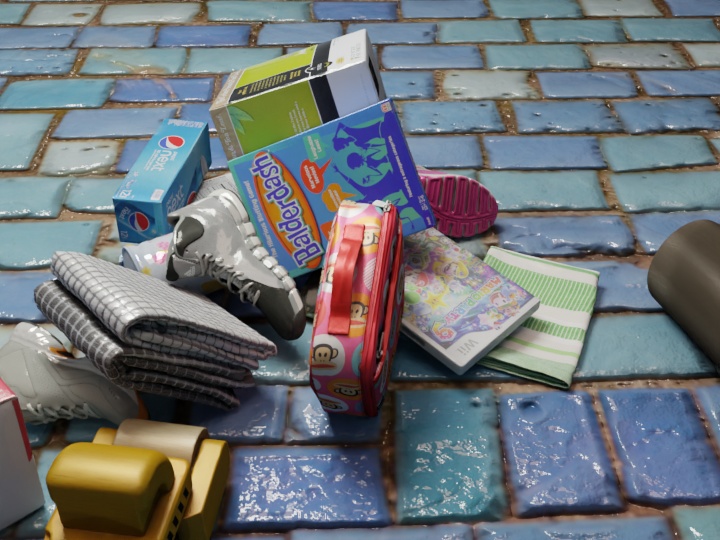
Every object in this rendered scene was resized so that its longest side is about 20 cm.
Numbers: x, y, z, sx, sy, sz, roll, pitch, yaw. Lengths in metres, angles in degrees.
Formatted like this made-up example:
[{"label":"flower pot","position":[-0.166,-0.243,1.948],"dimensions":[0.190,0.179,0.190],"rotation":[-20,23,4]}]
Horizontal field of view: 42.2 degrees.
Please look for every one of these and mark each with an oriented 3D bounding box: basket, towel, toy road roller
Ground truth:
[{"label":"basket","position":[0.419,0.040,1.015],"dimensions":[0.179,0.137,0.200],"rotation":[-13,35,-23]},{"label":"towel","position":[-0.210,0.063,0.950],"dimensions":[0.165,0.086,0.200],"rotation":[29,5,41]},{"label":"toy road roller","position":[-0.195,0.186,0.799],"dimensions":[0.122,0.147,0.201],"rotation":[5,38,6]},{"label":"towel","position":[0.190,0.047,1.087],"dimensions":[0.152,0.024,0.200],"rotation":[15,40,17]}]

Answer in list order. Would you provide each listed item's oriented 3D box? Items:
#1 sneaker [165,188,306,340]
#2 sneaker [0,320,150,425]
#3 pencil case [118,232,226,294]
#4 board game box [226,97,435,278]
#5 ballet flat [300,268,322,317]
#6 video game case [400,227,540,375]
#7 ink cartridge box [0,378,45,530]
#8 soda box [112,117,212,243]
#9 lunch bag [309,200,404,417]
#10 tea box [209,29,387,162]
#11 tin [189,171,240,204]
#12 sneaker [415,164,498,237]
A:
[{"label":"sneaker","position":[-0.151,0.008,1.025],"dimensions":[0.115,0.075,0.200],"rotation":[-21,66,-33]},{"label":"sneaker","position":[-0.303,0.130,0.946],"dimensions":[0.199,0.076,0.092],"rotation":[19,54,28]},{"label":"pencil case","position":[-0.184,-0.020,1.119],"dimensions":[0.199,0.083,0.091],"rotation":[-22,60,-25]},{"label":"board game box","position":[-0.032,-0.090,1.066],"dimensions":[0.199,0.153,0.045],"rotation":[-20,10,9]},{"label":"ballet flat","position":[0.000,0.000,1.138],"dimensions":[0.066,0.057,0.200],"rotation":[44,56,11]},{"label":"video game case","position":[0.085,0.021,1.070],"dimensions":[0.200,0.018,0.143],"rotation":[36,53,28]},{"label":"ink cartridge box","position":[-0.385,0.133,0.865],"dimensions":[0.085,0.148,0.200],"rotation":[-27,46,-32]},{"label":"soda box","position":[-0.250,-0.118,1.201],"dimensions":[0.064,0.068,0.201],"rotation":[6,38,7]},{"label":"lunch bag","position":[-0.004,0.032,0.941],"dimensions":[0.081,0.176,0.201],"rotation":[5,63,8]},{"label":"tea box","position":[-0.066,-0.195,1.169],"dimensions":[0.195,0.134,0.200],"rotation":[-15,23,8]},{"label":"tin","position":[-0.198,-0.080,1.238],"dimensions":[0.199,0.042,0.112],"rotation":[-21,46,-25]},{"label":"sneaker","position":[0.084,-0.102,1.232],"dimensions":[0.199,0.082,0.088],"rotation":[14,16,-4]}]
